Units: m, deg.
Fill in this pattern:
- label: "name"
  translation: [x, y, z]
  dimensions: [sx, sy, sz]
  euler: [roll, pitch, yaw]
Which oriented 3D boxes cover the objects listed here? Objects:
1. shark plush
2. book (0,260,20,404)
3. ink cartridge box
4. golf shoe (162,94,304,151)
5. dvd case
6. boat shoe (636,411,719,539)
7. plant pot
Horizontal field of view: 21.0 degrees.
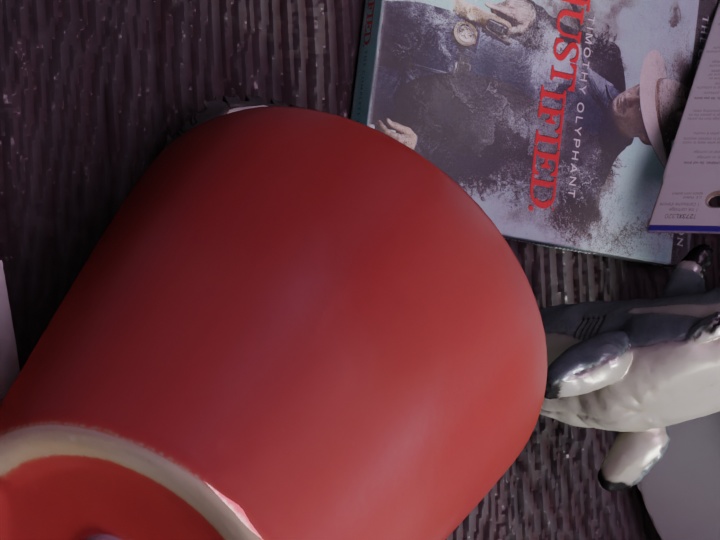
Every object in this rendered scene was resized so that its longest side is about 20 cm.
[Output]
- label: "shark plush"
  translation: [0.154, 0.016, 0.900]
  dimensions: [0.091, 0.200, 0.083]
  euler: [41, 27, -35]
- label: "book"
  translation: [-0.213, 0.067, 0.712]
  dimensions: [0.200, 0.048, 0.134]
  euler: [-1, 73, -47]
- label: "ink cartridge box"
  translation: [0.215, -0.093, 0.964]
  dimensions: [0.037, 0.095, 0.200]
  euler: [53, 50, -43]
- label: "golf shoe"
  translation: [0.000, 0.000, 0.856]
  dimensions: [0.200, 0.095, 0.078]
  euler: [39, 99, -23]
- label: "dvd case"
  translation: [0.087, -0.085, 0.957]
  dimensions: [0.200, 0.022, 0.146]
  euler: [10, 85, -31]
- label: "boat shoe"
  translation: [0.193, 0.130, 1.002]
  dimensions: [0.064, 0.071, 0.200]
  euler: [-29, 104, -63]
- label: "plant pot"
  translation: [-0.049, 0.064, 0.745]
  dimensions: [0.201, 0.200, 0.177]
  euler: [59, 39, -17]
